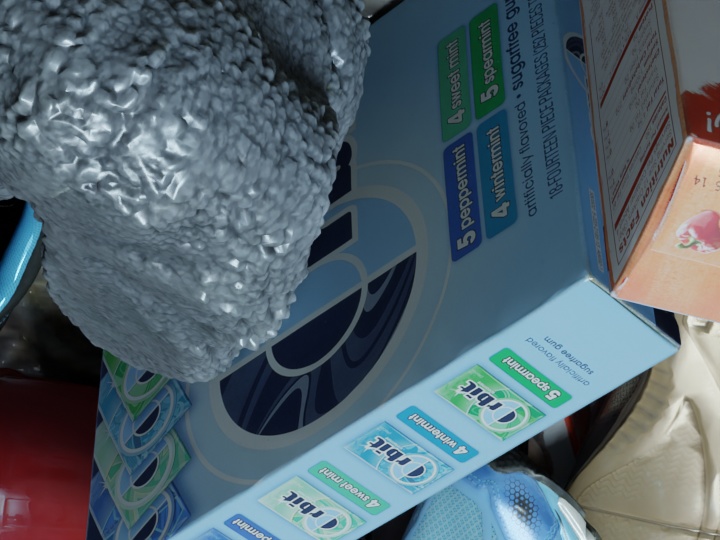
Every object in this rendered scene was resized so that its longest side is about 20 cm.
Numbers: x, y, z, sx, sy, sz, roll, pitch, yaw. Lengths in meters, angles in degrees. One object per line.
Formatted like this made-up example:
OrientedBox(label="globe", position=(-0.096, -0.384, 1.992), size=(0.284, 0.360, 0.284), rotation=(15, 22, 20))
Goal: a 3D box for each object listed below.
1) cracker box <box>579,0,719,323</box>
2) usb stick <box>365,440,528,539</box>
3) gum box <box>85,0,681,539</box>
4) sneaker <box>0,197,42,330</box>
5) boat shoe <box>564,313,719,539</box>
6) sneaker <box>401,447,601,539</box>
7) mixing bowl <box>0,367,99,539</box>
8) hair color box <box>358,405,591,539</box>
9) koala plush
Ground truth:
OrientedBox(label="cracker box", position=(0.134, -0.060, 0.661), size=(0.134, 0.200, 0.058), rotation=(13, 130, -11))
OrientedBox(label="usb stick", position=(0.029, 0.089, 0.831), size=(0.055, 0.033, 0.200), rotation=(-2, 133, -6))
OrientedBox(label="gum box", position=(0.000, 0.000, 0.741), size=(0.200, 0.170, 0.045), rotation=(-34, 127, 29))
OrientedBox(label="sneaker", position=(-0.148, -0.004, 0.804), size=(0.073, 0.082, 0.200), rotation=(16, 132, -15))
OrientedBox(label="boat shoe", position=(0.115, 0.054, 0.818), size=(0.072, 0.065, 0.200), rotation=(19, 107, 7))
OrientedBox(label="sneaker", position=(0.019, 0.146, 0.768), size=(0.090, 0.078, 0.200), rotation=(-8, 121, -42))
OrientedBox(label="mixing bowl", position=(-0.069, 0.130, 0.841), size=(0.108, 0.200, 0.200), rotation=(-5, 132, 11))
OrientedBox(label="hair color box", position=(0.039, 0.078, 0.886), size=(0.101, 0.061, 0.200), rotation=(-10, 131, 12))
OrientedBox(label="koala plush", position=(-0.045, -0.095, 0.657), size=(0.177, 0.200, 0.184), rotation=(34, 164, -15))
